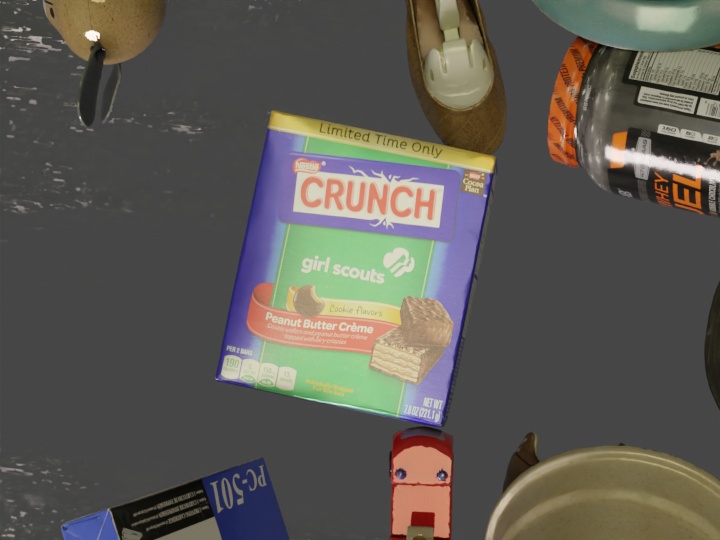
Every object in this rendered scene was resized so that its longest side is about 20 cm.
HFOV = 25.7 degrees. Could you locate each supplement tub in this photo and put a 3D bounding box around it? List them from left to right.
[{"bbox_3d":[0.241,-0.101,1.105,0.200,0.123,0.123,15,86,22],"label":"supplement tub"}]

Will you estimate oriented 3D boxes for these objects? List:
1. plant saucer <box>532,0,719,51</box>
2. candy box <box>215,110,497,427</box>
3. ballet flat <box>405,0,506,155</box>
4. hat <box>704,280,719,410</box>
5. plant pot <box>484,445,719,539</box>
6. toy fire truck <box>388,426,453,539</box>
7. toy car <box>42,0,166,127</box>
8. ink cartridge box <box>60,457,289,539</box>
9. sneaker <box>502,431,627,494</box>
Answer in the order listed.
[{"bbox_3d":[0.213,-0.233,1.124,0.200,0.027,0.200,-4,49,4],"label":"plant saucer"},{"bbox_3d":[0.000,0.000,1.145,0.169,0.077,0.200,11,85,4],"label":"candy box"},{"bbox_3d":[0.065,-0.182,1.158,0.068,0.072,0.200,-9,85,1],"label":"ballet flat"},{"bbox_3d":[0.322,0.069,1.124,0.200,0.081,0.201,3,73,-9],"label":"hat"},{"bbox_3d":[0.162,0.247,1.024,0.200,0.184,0.201,7,120,13],"label":"plant pot"},{"bbox_3d":[0.040,0.209,1.094,0.049,0.141,0.200,2,86,3],"label":"toy fire truck"},{"bbox_3d":[-0.204,-0.204,1.139,0.158,0.164,0.200,-2,98,2],"label":"toy car"},{"bbox_3d":[-0.116,0.192,1.074,0.044,0.200,0.094,-21,85,25],"label":"ink cartridge box"},{"bbox_3d":[0.202,0.164,1.127,0.200,0.070,0.076,8,84,2],"label":"sneaker"}]
